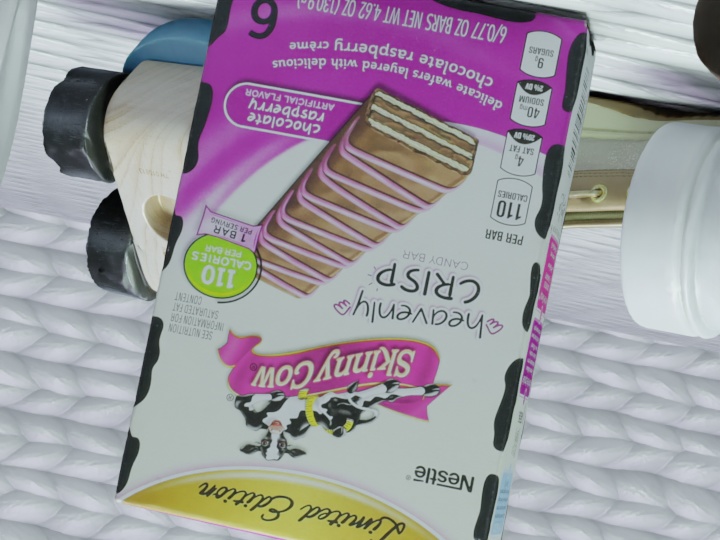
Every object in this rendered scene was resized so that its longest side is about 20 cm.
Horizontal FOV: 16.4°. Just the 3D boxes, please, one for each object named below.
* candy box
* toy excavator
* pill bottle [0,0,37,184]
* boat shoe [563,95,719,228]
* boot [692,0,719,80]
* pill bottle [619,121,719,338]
[{"bbox_3d":[0.000,0.000,0.902,0.136,0.201,0.061,10,177,10],"label":"candy box"},{"bbox_3d":[-0.031,-0.050,1.134,0.100,0.200,0.195,10,132,29],"label":"toy excavator"},{"bbox_3d":[-0.227,-0.088,0.929,0.199,0.115,0.114,11,177,-3],"label":"pill bottle"},{"bbox_3d":[0.144,-0.030,1.053,0.199,0.067,0.074,10,177,26],"label":"boat shoe"},{"bbox_3d":[0.210,-0.035,0.762,0.186,0.064,0.200,24,180,28],"label":"boot"},{"bbox_3d":[0.203,-0.003,0.934,0.199,0.112,0.111,9,176,26],"label":"pill bottle"}]
